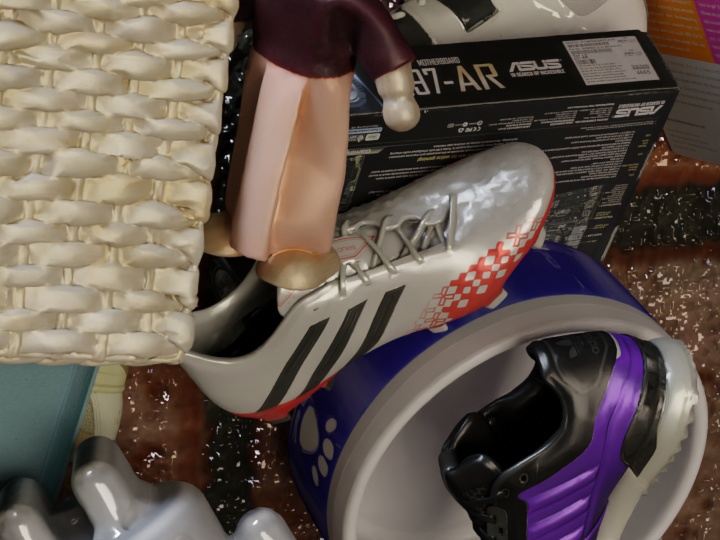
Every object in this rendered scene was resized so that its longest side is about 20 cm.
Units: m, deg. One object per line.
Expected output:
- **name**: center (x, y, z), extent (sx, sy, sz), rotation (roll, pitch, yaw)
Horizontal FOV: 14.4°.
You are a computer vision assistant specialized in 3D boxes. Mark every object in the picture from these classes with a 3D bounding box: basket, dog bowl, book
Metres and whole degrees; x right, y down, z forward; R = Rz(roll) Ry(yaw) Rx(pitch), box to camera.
- **basket**: center (-0.176, -0.067, 1.263), extent (0.200, 0.161, 0.198), rotation (4, 101, -24)
- **dog bowl**: center (0.068, 0.085, 1.421), extent (0.200, 0.079, 0.200), rotation (-15, 129, -19)
- **book**: center (0.174, -0.142, 1.424), extent (0.048, 0.134, 0.200), rotation (-27, 112, -19)

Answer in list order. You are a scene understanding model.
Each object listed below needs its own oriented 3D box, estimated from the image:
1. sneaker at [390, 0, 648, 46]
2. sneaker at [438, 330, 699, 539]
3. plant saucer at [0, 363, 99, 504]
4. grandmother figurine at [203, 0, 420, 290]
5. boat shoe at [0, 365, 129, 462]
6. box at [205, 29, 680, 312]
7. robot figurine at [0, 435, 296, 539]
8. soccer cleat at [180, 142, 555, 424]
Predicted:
- **sneaker**: center (0.049, -0.127, 1.412), extent (0.200, 0.074, 0.089), rotation (-8, 90, -25)
- **sneaker**: center (0.076, 0.110, 1.351), extent (0.099, 0.070, 0.200), rotation (10, 116, -25)
- **plant saucer**: center (-0.178, 0.109, 1.334), extent (0.070, 0.019, 0.200), rotation (0, 131, -27)
- **grandmother figurine**: center (-0.024, -0.093, 1.235), extent (0.061, 0.121, 0.200), rotation (-34, 138, -54)
- **boat shoe**: center (-0.204, 0.060, 1.330), extent (0.201, 0.073, 0.063), rotation (4, 96, -33)
- **box**: center (0.039, -0.040, 1.388), extent (0.200, 0.044, 0.160), rotation (-7, 141, -23)
- **robot figurine**: center (-0.095, 0.177, 1.308), extent (0.170, 0.113, 0.200), rotation (-29, 101, 5)
- **soccer cleat**: center (0.000, 0.000, 1.324), extent (0.200, 0.069, 0.085), rotation (-33, 141, 17)
